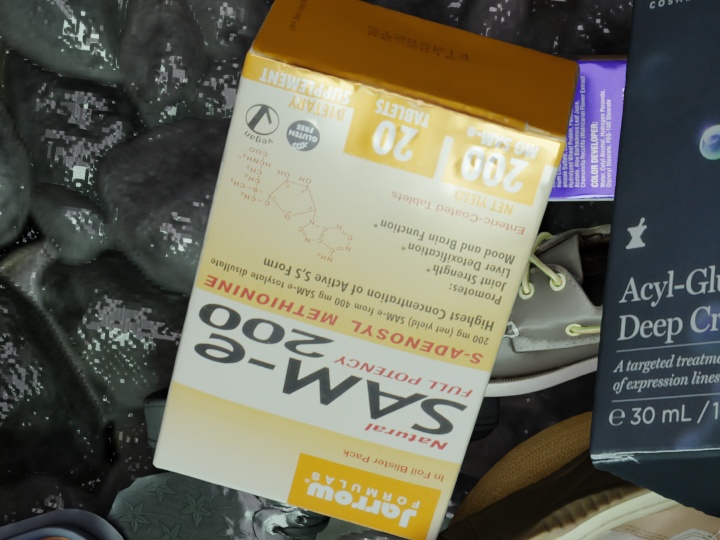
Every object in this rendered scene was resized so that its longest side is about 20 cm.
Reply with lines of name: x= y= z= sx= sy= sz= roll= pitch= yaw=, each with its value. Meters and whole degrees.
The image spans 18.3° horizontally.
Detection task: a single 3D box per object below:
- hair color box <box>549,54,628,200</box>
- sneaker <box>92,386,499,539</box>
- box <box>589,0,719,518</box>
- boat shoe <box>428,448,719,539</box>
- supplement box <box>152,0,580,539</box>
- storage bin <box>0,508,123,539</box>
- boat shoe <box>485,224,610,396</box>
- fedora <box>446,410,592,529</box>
hair color box: x=0.063 y=-0.062 z=0.964 sx=0.200 sy=0.109 sz=0.065 roll=-1 pitch=95 yaw=9
sneaker: x=-0.032 y=0.103 z=1.024 sx=0.199 sy=0.060 sz=0.104 roll=-2 pitch=96 yaw=14
box: x=0.179 y=-0.018 z=0.803 sx=0.148 sy=0.107 sz=0.200 roll=-8 pitch=66 yaw=40
boat shoe: x=0.110 y=0.110 z=0.913 sx=0.200 sy=0.074 sz=0.066 roll=-27 pitch=106 yaw=9
supplement box: x=0.000 y=0.000 z=0.897 sx=0.126 sy=0.074 sz=0.200 roll=15 pitch=122 yaw=1
storage bin: x=-0.201 y=0.211 z=1.002 sx=0.200 sy=0.134 sz=0.146 roll=-19 pitch=92 yaw=24
boat shoe: x=0.099 y=0.010 z=0.975 sx=0.200 sy=0.072 sz=0.060 roll=-5 pitch=130 yaw=7
fedora: x=0.123 y=0.154 z=0.987 sx=0.200 sy=0.082 sz=0.201 roll=1 pitch=95 yaw=9
